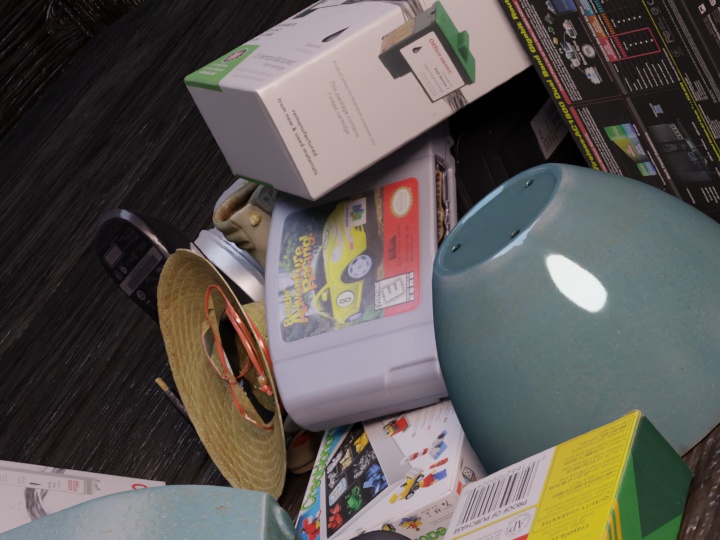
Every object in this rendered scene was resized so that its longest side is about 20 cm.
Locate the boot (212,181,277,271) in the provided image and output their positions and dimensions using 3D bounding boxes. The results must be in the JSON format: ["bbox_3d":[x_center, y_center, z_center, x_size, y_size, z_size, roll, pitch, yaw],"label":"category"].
[{"bbox_3d":[-0.010,-0.014,1.310,0.072,0.155,0.200,-52,19,-29],"label":"boot"}]

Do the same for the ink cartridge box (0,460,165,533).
[{"bbox_3d":[-0.233,0.194,1.262,0.147,0.200,0.083,-107,26,-71],"label":"ink cartridge box"}]

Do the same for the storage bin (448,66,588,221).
[{"bbox_3d":[0.099,-0.105,1.342,0.094,0.135,0.200,9,48,41],"label":"storage bin"}]

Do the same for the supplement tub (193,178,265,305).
[{"bbox_3d":[-0.025,-0.043,1.484,0.200,0.145,0.145,-45,18,-11],"label":"supplement tub"}]

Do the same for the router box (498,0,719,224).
[{"bbox_3d":[0.183,-0.120,1.122,0.062,0.200,0.150,-39,19,-29],"label":"router box"}]

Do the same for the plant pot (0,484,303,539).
[{"bbox_3d":[-0.102,0.224,0.961,0.200,0.196,0.196,-29,19,9],"label":"plant pot"}]

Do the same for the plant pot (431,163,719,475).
[{"bbox_3d":[0.118,0.019,1.054,0.200,0.135,0.200,-37,17,14],"label":"plant pot"}]

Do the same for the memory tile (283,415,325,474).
[{"bbox_3d":[0.021,0.060,1.355,0.200,0.017,0.153,-38,18,14],"label":"memory tile"}]

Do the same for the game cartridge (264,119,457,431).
[{"bbox_3d":[0.000,0.000,1.209,0.133,0.041,0.200,-19,58,31],"label":"game cartridge"}]

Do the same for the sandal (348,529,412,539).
[{"bbox_3d":[-0.040,0.195,1.082,0.200,0.076,0.043,-20,28,27],"label":"sandal"}]

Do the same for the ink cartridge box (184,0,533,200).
[{"bbox_3d":[0.007,-0.135,1.209,0.200,0.084,0.146,-33,20,-16],"label":"ink cartridge box"}]

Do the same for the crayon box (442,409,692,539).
[{"bbox_3d":[0.083,0.168,0.910,0.127,0.051,0.200,-29,21,36],"label":"crayon box"}]

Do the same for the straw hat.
[{"bbox_3d":[-0.063,0.062,1.312,0.085,0.201,0.201,-22,9,-24],"label":"straw hat"}]

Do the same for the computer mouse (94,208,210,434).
[{"bbox_3d":[-0.134,0.042,1.444,0.046,0.200,0.140,-40,-8,-43],"label":"computer mouse"}]

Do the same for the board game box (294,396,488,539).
[{"bbox_3d":[0.027,0.113,1.176,0.126,0.035,0.200,-28,22,25],"label":"board game box"}]
